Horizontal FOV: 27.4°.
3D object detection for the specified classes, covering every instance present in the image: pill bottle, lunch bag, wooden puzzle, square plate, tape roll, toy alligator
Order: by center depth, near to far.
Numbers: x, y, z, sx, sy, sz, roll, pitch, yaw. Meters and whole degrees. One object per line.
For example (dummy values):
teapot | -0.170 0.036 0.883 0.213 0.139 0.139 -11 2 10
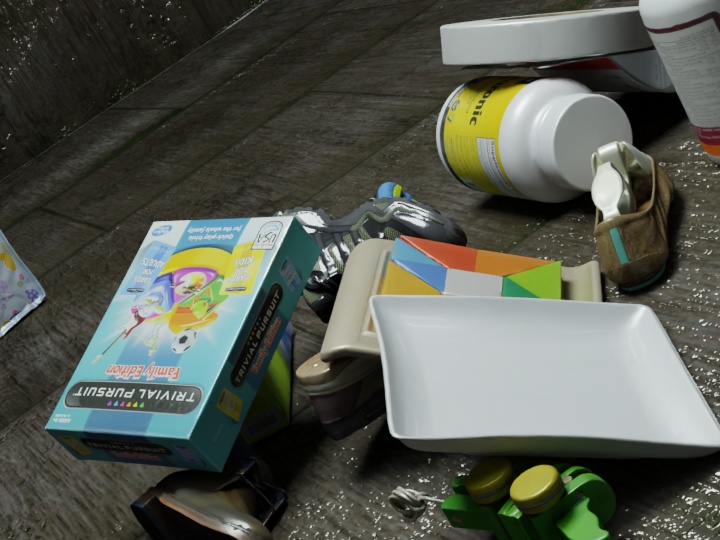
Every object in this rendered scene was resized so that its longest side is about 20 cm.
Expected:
toy alligator | 0.091 0.134 0.875 0.054 0.060 0.199 -40 21 -26
square plate | 0.109 0.068 0.934 0.198 0.029 0.198 2 23 -5
wooden puzzle | 0.079 0.022 1.087 0.198 0.038 0.185 4 26 5
pill bottle | 0.289 -0.194 1.179 0.109 0.201 0.110 -27 19 10
pill bottle | 0.158 -0.119 1.335 0.111 0.112 0.200 -36 20 -15
tape roll | 0.174 -0.218 1.366 0.201 0.037 0.203 -6 10 1
lunch bag | -0.550 -0.006 1.997 0.127 0.201 0.169 -42 22 -32

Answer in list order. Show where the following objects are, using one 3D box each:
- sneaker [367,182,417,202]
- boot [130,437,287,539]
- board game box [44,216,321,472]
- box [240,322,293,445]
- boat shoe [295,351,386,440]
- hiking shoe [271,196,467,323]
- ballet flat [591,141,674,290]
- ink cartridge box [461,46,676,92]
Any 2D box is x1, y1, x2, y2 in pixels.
sneaker | 0.014 -0.007 1.363 0.083 0.071 0.200 -48 13 27
boot | -0.092 0.162 1.064 0.097 0.075 0.199 -42 20 -23
board game box | -0.134 0.051 1.130 0.150 0.047 0.201 -2 52 36
box | -0.106 0.052 1.288 0.047 0.122 0.200 -29 19 8
boat shoe | 0.034 0.070 1.119 0.072 0.065 0.199 -4 13 44
hiking shoe | 0.000 0.000 1.236 0.199 0.076 0.101 -4 62 38
ballet flat | 0.207 -0.058 1.163 0.067 0.073 0.200 -23 20 23
ink cartridge box | 0.219 -0.182 1.385 0.198 0.051 0.162 -13 12 -22
